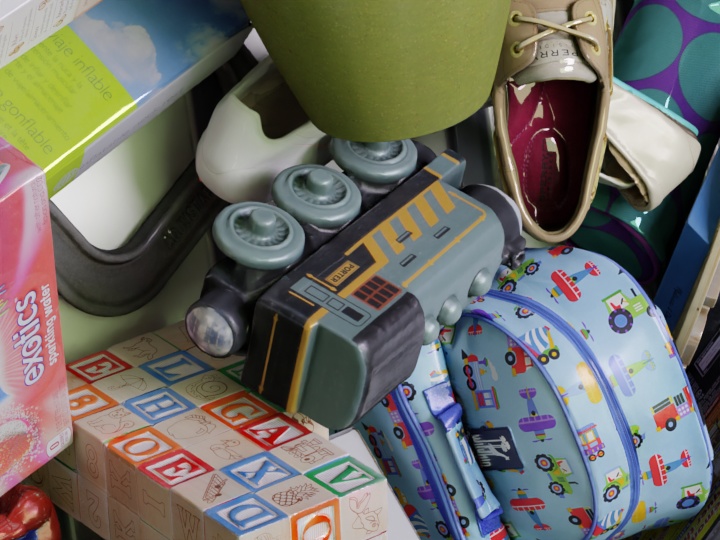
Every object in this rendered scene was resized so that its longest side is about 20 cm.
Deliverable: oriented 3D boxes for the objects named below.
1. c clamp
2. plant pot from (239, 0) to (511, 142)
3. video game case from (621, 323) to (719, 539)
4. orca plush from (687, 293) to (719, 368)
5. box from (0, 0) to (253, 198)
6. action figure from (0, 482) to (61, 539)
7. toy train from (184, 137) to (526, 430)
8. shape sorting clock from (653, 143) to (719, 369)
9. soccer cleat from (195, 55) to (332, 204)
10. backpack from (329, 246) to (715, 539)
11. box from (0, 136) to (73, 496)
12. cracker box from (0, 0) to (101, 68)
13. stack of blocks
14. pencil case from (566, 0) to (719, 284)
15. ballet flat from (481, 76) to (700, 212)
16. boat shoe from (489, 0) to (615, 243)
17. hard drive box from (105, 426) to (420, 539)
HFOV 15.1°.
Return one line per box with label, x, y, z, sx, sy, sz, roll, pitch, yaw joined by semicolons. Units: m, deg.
c clamp;-0.132;-0.070;1.404;0.200;0.027;0.171;-48;116;-26
plant pot;0.005;-0.172;1.317;0.187;0.187;0.201;-30;123;-31
video game case;0.188;0.113;1.495;0.025;0.181;0.200;32;101;-12
orca plush;0.227;0.082;1.630;0.105;0.071;0.200;47;65;-25
box;-0.150;-0.118;1.354;0.200;0.048;0.122;-40;85;-28
action figure;-0.165;0.186;1.344;0.099;0.065;0.200;-26;78;-13
toy train;0.000;0.000;1.362;0.200;0.114;0.085;-38;152;-47
shape sorting clock;0.206;-0.023;1.557;0.039;0.200;0.200;23;73;6
soccer cleat;-0.010;-0.098;1.441;0.069;0.078;0.200;39;48;16
backpack;0.084;0.078;1.451;0.134;0.200;0.183;-29;107;-32
box;-0.205;0.022;1.251;0.103;0.095;0.200;-37;149;-29
cracker box;-0.200;-0.163;1.299;0.200;0.058;0.134;-38;78;-27
stack of blocks;-0.069;0.097;1.338;0.115;0.200;0.059;-19;121;-32
pencil case;0.172;-0.098;1.579;0.085;0.092;0.201;31;74;-19
ballet flat;0.096;-0.101;1.476;0.200;0.069;0.070;35;69;-9
boat shoe;0.101;-0.110;1.410;0.074;0.066;0.201;-5;108;-2
hard drive box;-0.027;0.203;1.396;0.156;0.077;0.200;-20;73;-33
